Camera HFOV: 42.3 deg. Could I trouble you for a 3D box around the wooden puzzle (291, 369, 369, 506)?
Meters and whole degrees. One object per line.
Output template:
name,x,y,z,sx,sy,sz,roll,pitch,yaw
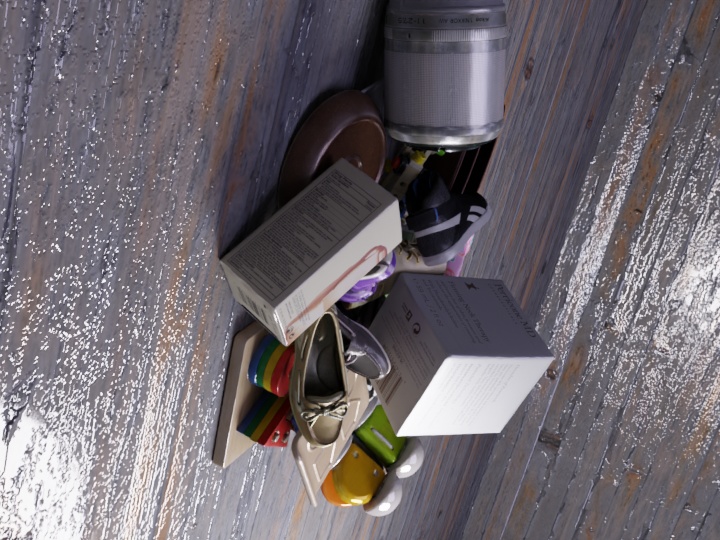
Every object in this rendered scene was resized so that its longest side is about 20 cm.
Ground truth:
wooden puzzle,-0.048,0.208,1.316,0.186,0.046,0.202,82,31,-56

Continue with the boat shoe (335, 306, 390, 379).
boat shoe,-0.042,0.079,1.213,0.067,0.200,0.057,-32,-167,41

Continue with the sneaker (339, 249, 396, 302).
sneaker,0.000,0.000,1.228,0.081,0.083,0.199,-62,-161,-18

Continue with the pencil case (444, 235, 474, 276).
pencil case,0.123,0.001,1.505,0.088,0.086,0.202,89,19,-49

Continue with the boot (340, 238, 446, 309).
boot,0.058,-0.032,1.330,0.153,0.073,0.202,-9,138,-28

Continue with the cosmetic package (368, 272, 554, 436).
cosmetic package,0.133,0.122,1.354,0.197,0.168,0.168,4,130,-34

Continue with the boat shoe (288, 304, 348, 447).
boat shoe,-0.048,0.133,1.162,0.063,0.072,0.204,-137,-133,-67

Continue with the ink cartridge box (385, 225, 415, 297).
ink cartridge box,0.080,-0.003,1.591,0.201,0.047,0.147,72,35,-58

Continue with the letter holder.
letter holder,0.153,-0.177,1.440,0.099,0.142,0.203,15,99,-30

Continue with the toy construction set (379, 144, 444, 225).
toy construction set,0.060,-0.147,1.362,0.132,0.091,0.202,-95,-159,-57

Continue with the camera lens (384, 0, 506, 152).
camera lens,0.109,-0.264,1.206,0.160,0.158,0.204,-32,126,-58

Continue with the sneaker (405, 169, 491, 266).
sneaker,0.123,-0.099,1.305,0.113,0.072,0.200,66,31,-17

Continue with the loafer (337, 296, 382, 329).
loafer,-0.020,0.086,1.431,0.062,0.072,0.203,10,104,-28

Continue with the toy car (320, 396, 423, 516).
toy car,0.001,0.330,1.650,0.201,0.175,0.150,-53,-169,-35

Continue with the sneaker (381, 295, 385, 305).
sneaker,0.014,0.106,1.527,0.076,0.086,0.202,-88,160,-57

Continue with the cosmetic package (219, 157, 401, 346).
cosmetic package,-0.054,-0.023,1.095,0.199,0.103,0.088,-41,150,-19

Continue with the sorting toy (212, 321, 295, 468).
sorting toy,-0.105,0.153,1.271,0.198,0.069,0.203,-34,142,-57

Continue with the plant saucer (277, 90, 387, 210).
plant saucer,-0.026,-0.126,1.180,0.200,0.034,0.202,-38,144,-34

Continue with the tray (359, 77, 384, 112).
tray,-0.013,-0.154,1.252,0.107,0.022,0.203,-43,149,-51

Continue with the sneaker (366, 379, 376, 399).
sneaker,0.022,0.154,1.472,0.088,0.074,0.201,-78,-171,-47
